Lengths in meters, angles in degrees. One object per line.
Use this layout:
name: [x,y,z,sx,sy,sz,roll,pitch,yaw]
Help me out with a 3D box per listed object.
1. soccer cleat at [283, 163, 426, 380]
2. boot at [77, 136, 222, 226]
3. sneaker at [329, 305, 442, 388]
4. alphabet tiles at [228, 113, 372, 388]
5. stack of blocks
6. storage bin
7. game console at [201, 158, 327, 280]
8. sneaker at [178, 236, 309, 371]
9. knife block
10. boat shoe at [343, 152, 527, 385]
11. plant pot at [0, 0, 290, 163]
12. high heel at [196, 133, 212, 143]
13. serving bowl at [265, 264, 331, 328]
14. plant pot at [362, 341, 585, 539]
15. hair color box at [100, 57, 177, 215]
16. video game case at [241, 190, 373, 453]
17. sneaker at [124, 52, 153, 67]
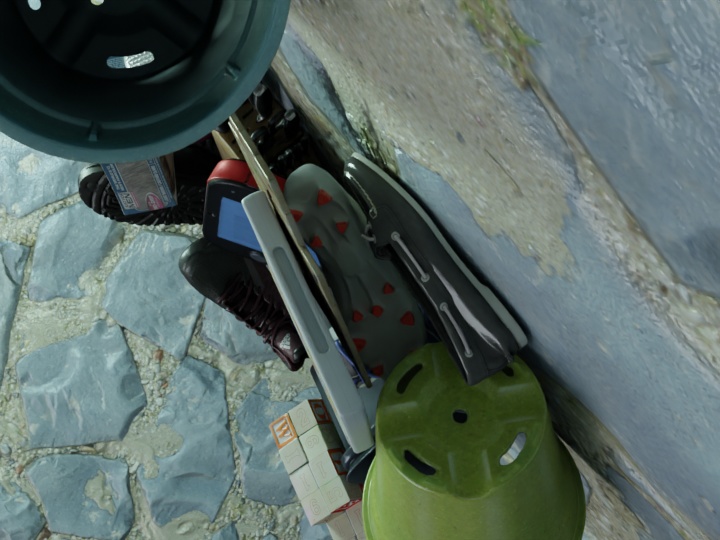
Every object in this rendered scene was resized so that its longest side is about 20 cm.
soccer cleat: [0.000,0.000,0.845,0.202,0.069,0.078,61,-168,-20]
boot: [-0.231,-0.131,1.190,0.208,0.080,0.159,6,-134,-31]
sneaker: [0.031,0.068,0.969,0.081,0.115,0.199,51,173,-17]
alphabet tiles: [-0.051,-0.024,0.790,0.168,0.007,0.201,57,173,45]
stack of blocks: [-0.008,0.239,1.094,0.115,0.058,0.202,9,-129,-59]
storage bin: [0.047,0.134,1.107,0.199,0.146,0.135,17,-147,-55]
game console: [-0.062,-0.033,0.963,0.175,0.031,0.200,24,162,-4]
sneaker: [-0.099,0.041,1.084,0.199,0.076,0.116,31,-162,-45]
knife block: [-0.106,-0.137,0.982,0.200,0.064,0.176,42,168,51]
boat shoe: [0.042,-0.002,0.773,0.200,0.057,0.067,49,174,11]
plant pot: [-0.152,-0.180,0.615,0.201,0.199,0.196,52,180,-19]
high heel: [-0.198,-0.191,1.134,0.068,0.096,0.200,53,172,-26]
serving bowl: [-0.046,-0.010,1.153,0.201,0.065,0.200,54,-172,-11]
plant pot: [0.087,0.156,0.834,0.200,0.199,0.185,45,163,30]
hair color box: [-0.235,-0.171,1.066,0.100,0.059,0.203,81,179,-59]
video game case: [-0.039,0.050,0.837,0.200,0.023,0.184,80,165,-73]
sneaker: [-0.178,-0.217,0.979,0.082,0.074,0.201,36,-160,-37]
